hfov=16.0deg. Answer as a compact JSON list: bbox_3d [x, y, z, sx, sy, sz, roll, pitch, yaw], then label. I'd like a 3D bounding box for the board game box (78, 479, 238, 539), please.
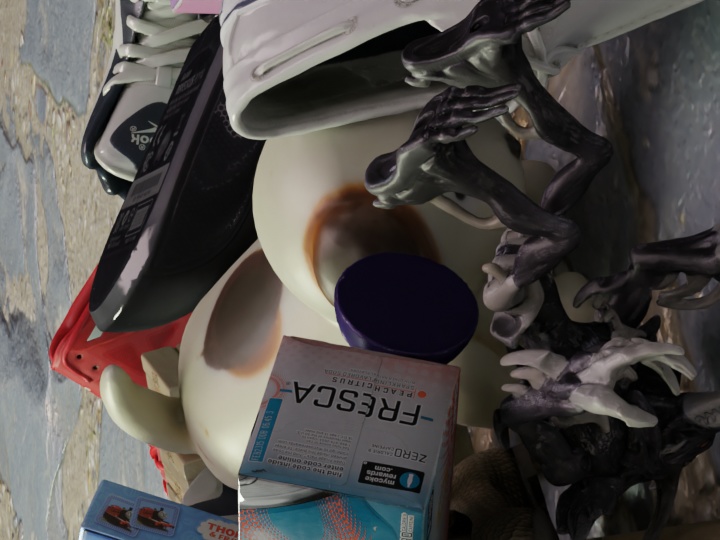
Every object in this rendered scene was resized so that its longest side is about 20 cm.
[{"bbox_3d":[-0.031,0.180,1.080,0.037,0.199,0.152,-72,-1,-52],"label":"board game box"}]

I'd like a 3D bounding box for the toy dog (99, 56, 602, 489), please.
[{"bbox_3d":[0.000,0.000,1.009,0.200,0.193,0.140,106,168,-52],"label":"toy dog"}]

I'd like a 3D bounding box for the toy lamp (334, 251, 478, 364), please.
[{"bbox_3d":[0.002,0.084,0.947,0.201,0.058,0.058,104,156,-43],"label":"toy lamp"}]

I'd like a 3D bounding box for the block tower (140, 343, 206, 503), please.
[{"bbox_3d":[-0.063,0.137,1.301,0.058,0.054,0.201,-137,36,-64],"label":"block tower"}]

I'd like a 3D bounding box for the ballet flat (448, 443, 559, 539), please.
[{"bbox_3d":[0.050,0.106,0.911,0.200,0.046,0.068,-96,-10,-78],"label":"ballet flat"}]

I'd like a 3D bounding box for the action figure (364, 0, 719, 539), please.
[{"bbox_3d":[0.083,0.010,0.851,0.102,0.200,0.119,-9,36,36],"label":"action figure"}]

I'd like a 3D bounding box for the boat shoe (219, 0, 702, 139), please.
[{"bbox_3d":[0.045,-0.085,0.897,0.074,0.199,0.066,47,-143,-52],"label":"boat shoe"}]

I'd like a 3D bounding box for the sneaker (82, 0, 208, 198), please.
[{"bbox_3d":[-0.103,-0.107,1.375,0.130,0.079,0.200,-90,13,-46],"label":"sneaker"}]

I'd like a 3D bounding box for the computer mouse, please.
[{"bbox_3d":[-0.053,-0.059,1.086,0.201,0.053,0.138,-67,15,-6],"label":"computer mouse"}]

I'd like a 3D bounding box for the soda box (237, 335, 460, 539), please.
[{"bbox_3d":[-0.006,0.118,0.889,0.069,0.063,0.201,-73,-11,-45],"label":"soda box"}]

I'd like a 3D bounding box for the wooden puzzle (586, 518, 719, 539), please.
[{"bbox_3d":[0.071,0.176,0.901,0.201,0.037,0.185,-59,12,-18],"label":"wooden puzzle"}]

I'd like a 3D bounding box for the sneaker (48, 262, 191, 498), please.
[{"bbox_3d":[-0.121,0.084,1.435,0.078,0.115,0.201,166,103,-70],"label":"sneaker"}]

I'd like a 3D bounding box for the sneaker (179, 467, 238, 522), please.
[{"bbox_3d":[0.008,0.098,1.151,0.199,0.129,0.080,-46,-34,-62],"label":"sneaker"}]

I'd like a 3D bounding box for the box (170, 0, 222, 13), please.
[{"bbox_3d":[0.012,-0.204,0.976,0.097,0.175,0.201,131,134,-61],"label":"box"}]
